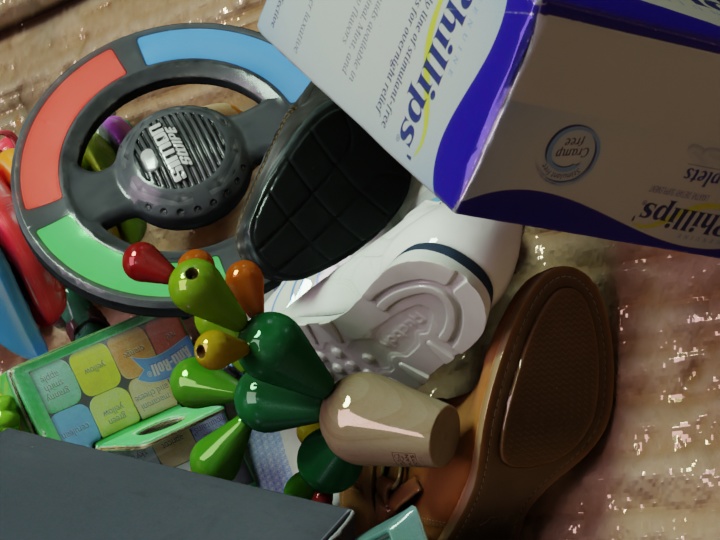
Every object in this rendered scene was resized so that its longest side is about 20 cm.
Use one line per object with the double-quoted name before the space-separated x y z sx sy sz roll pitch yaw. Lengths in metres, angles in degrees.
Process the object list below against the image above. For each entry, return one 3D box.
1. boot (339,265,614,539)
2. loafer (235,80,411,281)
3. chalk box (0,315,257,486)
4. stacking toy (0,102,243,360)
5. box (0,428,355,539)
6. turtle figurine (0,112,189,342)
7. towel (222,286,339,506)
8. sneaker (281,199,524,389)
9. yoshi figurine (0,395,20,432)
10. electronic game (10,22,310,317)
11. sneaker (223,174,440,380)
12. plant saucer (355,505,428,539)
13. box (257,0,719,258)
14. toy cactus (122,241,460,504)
"boot" 0.054 0.083 1.315 0.155 0.076 0.201 25 112 58
"loafer" -0.011 -0.066 1.353 0.072 0.073 0.200 -14 31 50
"chalk box" -0.155 0.104 1.491 0.200 0.124 0.124 -30 84 51
"stacking toy" -0.154 -0.048 1.545 0.116 0.199 0.110 46 161 48
"box" -0.111 0.196 1.253 0.199 0.104 0.183 12 117 21
"turtle figurine" -0.187 -0.015 1.650 0.200 0.100 0.150 48 132 37
"towel" -0.062 0.108 1.508 0.200 0.024 0.147 -48 50 43
"sneaker" 0.018 0.016 1.301 0.200 0.076 0.081 -28 27 52
"yoshi figurine" -0.245 0.111 1.417 0.112 0.112 0.201 -9 108 42
"electronic game" -0.101 -0.060 1.466 0.042 0.199 0.201 81 171 -57
"sneaker" 0.000 0.000 1.398 0.200 0.075 0.087 -36 43 28
"plant saucer" 0.006 0.171 1.330 0.200 0.019 0.070 136 117 -71
"box" 0.083 -0.102 1.192 0.200 0.183 0.105 46 120 48
"toy cactus" -0.033 0.070 1.266 0.164 0.102 0.201 10 134 31
